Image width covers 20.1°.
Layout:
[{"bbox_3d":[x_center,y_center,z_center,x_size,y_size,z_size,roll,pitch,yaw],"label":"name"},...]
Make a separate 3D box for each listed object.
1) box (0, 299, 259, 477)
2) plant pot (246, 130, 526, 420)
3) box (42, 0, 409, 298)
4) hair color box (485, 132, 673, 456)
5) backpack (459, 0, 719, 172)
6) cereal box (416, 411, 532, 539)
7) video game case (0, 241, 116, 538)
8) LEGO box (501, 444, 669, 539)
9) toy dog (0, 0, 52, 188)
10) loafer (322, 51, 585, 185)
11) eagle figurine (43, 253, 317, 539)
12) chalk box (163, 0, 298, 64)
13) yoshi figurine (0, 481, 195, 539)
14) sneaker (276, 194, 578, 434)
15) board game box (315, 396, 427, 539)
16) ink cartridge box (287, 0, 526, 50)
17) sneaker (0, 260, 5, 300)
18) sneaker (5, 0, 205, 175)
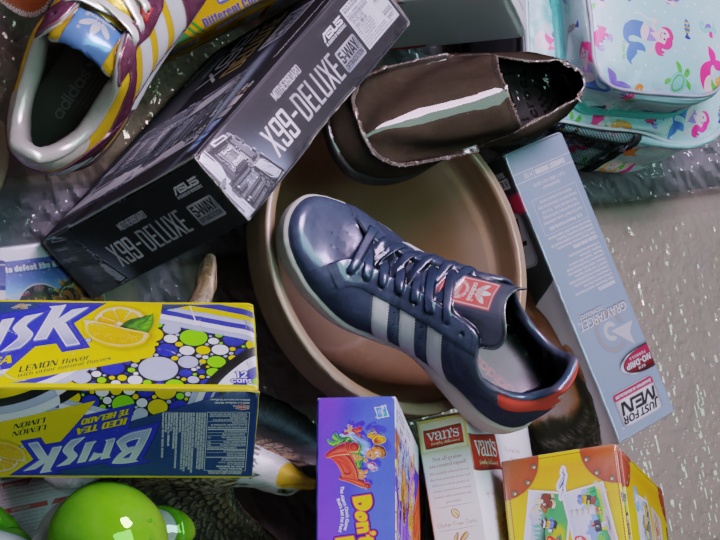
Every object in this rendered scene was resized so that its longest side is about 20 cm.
[{"bbox_3d":[-0.152,0.060,1.024,0.199,0.065,0.070,1,38,-7],"label":"box"},{"bbox_3d":[0.000,0.000,1.275,0.200,0.093,0.202,13,68,-34],"label":"plant pot"},{"bbox_3d":[-0.077,-0.082,1.188,0.050,0.157,0.200,50,49,-16],"label":"box"},{"bbox_3d":[0.121,0.021,1.356,0.060,0.099,0.201,-24,92,-39],"label":"hair color box"},{"bbox_3d":[0.176,-0.162,1.426,0.199,0.150,0.179,11,70,-39],"label":"backpack"},{"bbox_3d":[0.087,0.191,1.279,0.144,0.039,0.201,16,64,-69],"label":"cereal box"},{"bbox_3d":[-0.195,0.086,1.154,0.143,0.018,0.201,-8,82,-37],"label":"video game case"},{"bbox_3d":[0.151,0.224,1.259,0.149,0.077,0.201,41,41,-65],"label":"LEGO box"},{"bbox_3d":[-0.235,-0.138,1.137,0.131,0.096,0.201,-13,85,-39],"label":"toy dog"},{"bbox_3d":[0.060,-0.107,1.250,0.199,0.071,0.073,-19,86,-40],"label":"loafer"},{"bbox_3d":[-0.085,0.115,1.163,0.152,0.200,0.151,-39,59,-9],"label":"eagle figurine"},{"bbox_3d":[-0.120,-0.235,1.208,0.123,0.125,0.201,-25,95,-8],"label":"chalk box"},{"bbox_3d":[-0.180,0.146,1.034,0.199,0.112,0.113,-8,109,-10],"label":"yoshi figurine"},{"bbox_3d":[0.045,0.015,1.187,0.200,0.084,0.075,35,59,-16],"label":"sneaker"},{"bbox_3d":[0.009,0.161,1.184,0.044,0.200,0.135,-2,74,6],"label":"board game box"},{"bbox_3d":[0.029,-0.252,1.328,0.083,0.144,0.201,44,43,-68],"label":"ink cartridge box"},{"bbox_3d":[-0.283,-0.022,1.067,0.198,0.081,0.116,2,74,-24],"label":"sneaker"},{"bbox_3d":[-0.129,-0.141,1.101,0.075,0.090,0.201,25,95,-1],"label":"sneaker"}]
